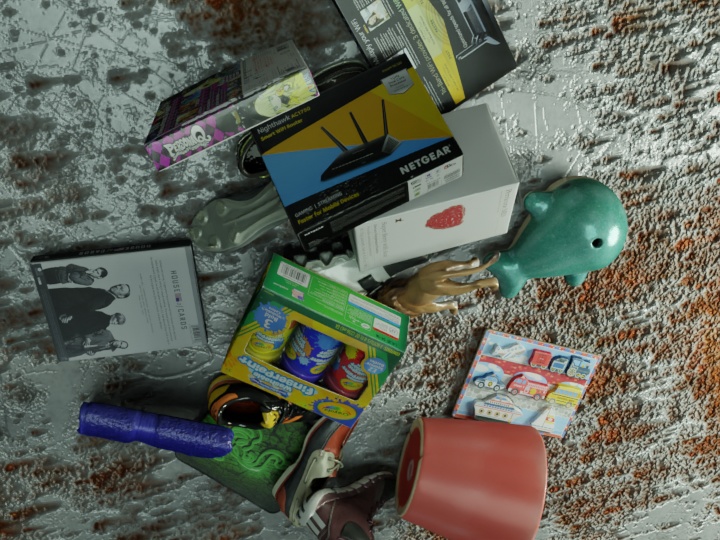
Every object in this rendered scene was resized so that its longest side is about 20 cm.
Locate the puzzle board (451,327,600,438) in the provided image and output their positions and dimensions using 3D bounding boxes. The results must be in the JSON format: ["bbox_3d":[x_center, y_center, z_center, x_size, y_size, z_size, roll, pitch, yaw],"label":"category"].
[{"bbox_3d":[0.253,0.177,1.119,0.196,0.017,0.153,14,109,-14],"label":"puzzle board"}]

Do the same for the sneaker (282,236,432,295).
[{"bbox_3d":[0.000,0.000,0.976,0.196,0.075,0.090,-7,120,2],"label":"sneaker"}]

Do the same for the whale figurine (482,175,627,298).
[{"bbox_3d":[0.265,-0.034,0.986,0.198,0.104,0.160,-33,114,5],"label":"whale figurine"}]

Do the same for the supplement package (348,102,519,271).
[{"bbox_3d":[0.075,-0.098,0.893,0.196,0.122,0.122,-15,154,-3],"label":"supplement package"}]

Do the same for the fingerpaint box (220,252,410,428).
[{"bbox_3d":[-0.061,0.097,0.958,0.197,0.074,0.168,26,127,-10],"label":"fingerpaint box"}]

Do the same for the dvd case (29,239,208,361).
[{"bbox_3d":[-0.306,0.041,0.951,0.196,0.025,0.153,-6,119,-7],"label":"dvd case"}]

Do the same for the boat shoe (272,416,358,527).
[{"bbox_3d":[-0.057,0.279,1.064,0.071,0.063,0.202,15,115,-49],"label":"boat shoe"}]

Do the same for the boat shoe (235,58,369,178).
[{"bbox_3d":[-0.066,-0.179,0.892,0.200,0.061,0.072,-37,113,6],"label":"boat shoe"}]

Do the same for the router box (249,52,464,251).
[{"bbox_3d":[-0.006,-0.132,0.815,0.197,0.151,0.051,-26,158,-4],"label":"router box"}]

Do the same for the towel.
[{"bbox_3d":[-0.271,0.215,0.974,0.196,0.148,0.051,14,78,-13],"label":"towel"}]

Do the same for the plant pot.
[{"bbox_3d":[0.151,0.305,1.069,0.174,0.201,0.204,14,110,-5],"label":"plant pot"}]

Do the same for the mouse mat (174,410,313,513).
[{"bbox_3d":[-0.153,0.266,1.090,0.199,0.008,0.161,37,102,-20],"label":"mouse mat"}]

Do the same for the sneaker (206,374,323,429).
[{"bbox_3d":[-0.112,0.191,1.015,0.196,0.090,0.071,3,108,-14],"label":"sneaker"}]

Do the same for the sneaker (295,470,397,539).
[{"bbox_3d":[0.007,0.366,1.061,0.198,0.116,0.076,-2,129,-45],"label":"sneaker"}]

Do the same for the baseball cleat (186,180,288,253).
[{"bbox_3d":[-0.118,-0.071,0.923,0.197,0.106,0.071,-18,85,28],"label":"baseball cleat"}]

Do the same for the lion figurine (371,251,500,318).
[{"bbox_3d":[0.088,0.023,0.961,0.120,0.074,0.200,-1,153,-23],"label":"lion figurine"}]

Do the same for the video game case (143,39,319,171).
[{"bbox_3d":[-0.140,-0.187,0.800,0.179,0.201,0.036,-25,116,1],"label":"video game case"}]

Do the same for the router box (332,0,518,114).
[{"bbox_3d":[0.074,-0.289,0.875,0.156,0.052,0.202,-31,114,4],"label":"router box"}]
